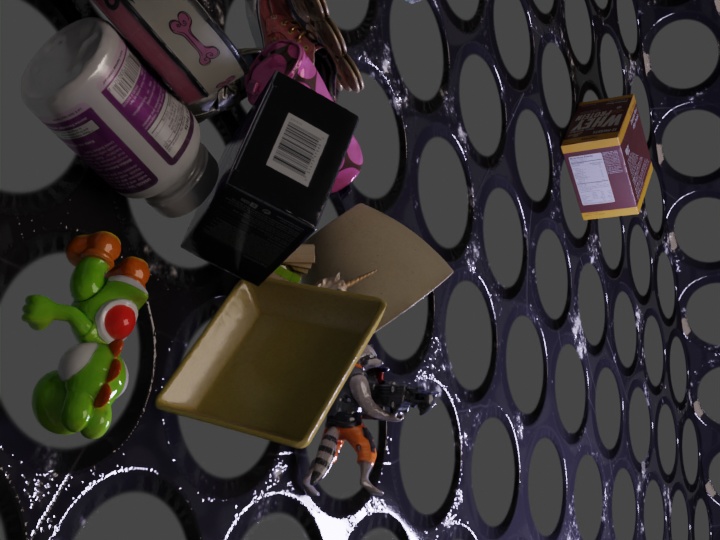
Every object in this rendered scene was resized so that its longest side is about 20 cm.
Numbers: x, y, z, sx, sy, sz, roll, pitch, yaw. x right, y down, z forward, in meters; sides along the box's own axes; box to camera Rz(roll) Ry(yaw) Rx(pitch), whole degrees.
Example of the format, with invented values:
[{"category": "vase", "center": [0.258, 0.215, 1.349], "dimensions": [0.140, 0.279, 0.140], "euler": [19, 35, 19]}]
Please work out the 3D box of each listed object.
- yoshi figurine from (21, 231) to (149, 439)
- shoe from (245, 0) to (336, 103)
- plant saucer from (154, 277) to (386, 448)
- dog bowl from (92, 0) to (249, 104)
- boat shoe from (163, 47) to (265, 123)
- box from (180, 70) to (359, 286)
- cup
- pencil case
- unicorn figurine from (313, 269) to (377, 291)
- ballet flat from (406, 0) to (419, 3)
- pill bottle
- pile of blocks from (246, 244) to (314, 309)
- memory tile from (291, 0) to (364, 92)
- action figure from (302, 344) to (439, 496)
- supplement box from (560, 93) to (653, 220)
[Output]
[{"category": "yoshi figurine", "center": [-0.264, 0.071, 0.978], "dimensions": [0.112, 0.111, 0.201], "euler": [110, -15, -51]}, {"category": "shoe", "center": [-0.084, -0.290, 1.312], "dimensions": [0.071, 0.090, 0.202], "euler": [-14, 97, -59]}, {"category": "plant saucer", "center": [-0.090, 0.103, 1.117], "dimensions": [0.201, 0.198, 0.049], "euler": [-57, 142, -34]}, {"category": "dog bowl", "center": [-0.203, -0.251, 1.032], "dimensions": [0.074, 0.200, 0.200], "euler": [-43, 135, -2]}, {"category": "boat shoe", "center": [-0.164, -0.219, 1.200], "dimensions": [0.200, 0.056, 0.069], "euler": [-47, 125, -52]}, {"category": "box", "center": [-0.101, -0.092, 1.118], "dimensions": [0.104, 0.200, 0.149], "euler": [27, 62, -14]}, {"category": "cup", "center": [0.000, 0.000, 1.341], "dimensions": [0.144, 0.200, 0.200], "euler": [55, 34, 1]}, {"category": "pencil case", "center": [-0.069, -0.176, 1.237], "dimensions": [0.093, 0.091, 0.200], "euler": [-37, 135, -4]}, {"category": "unicorn figurine", "center": [-0.061, 0.095, 1.223], "dimensions": [0.073, 0.200, 0.138], "euler": [24, 38, -32]}, {"category": "ballet flat", "center": [0.107, -0.535, 1.695], "dimensions": [0.072, 0.071, 0.203], "euler": [26, 63, -55]}, {"category": "pill bottle", "center": [-0.229, -0.143, 1.025], "dimensions": [0.200, 0.111, 0.113], "euler": [50, 45, -44]}, {"category": "pile of blocks", "center": [-0.100, -0.035, 1.262], "dimensions": [0.081, 0.062, 0.202], "euler": [4, 82, -13]}, {"category": "memory tile", "center": [-0.057, -0.320, 1.326], "dimensions": [0.201, 0.017, 0.153], "euler": [63, -7, -17]}, {"category": "action figure", "center": [0.000, 0.181, 1.303], "dimensions": [0.104, 0.199, 0.195], "euler": [21, 66, -34]}, {"category": "supplement box", "center": [0.565, -0.259, 2.356], "dimensions": [0.198, 0.132, 0.201], "euler": [-58, 133, -45]}]
